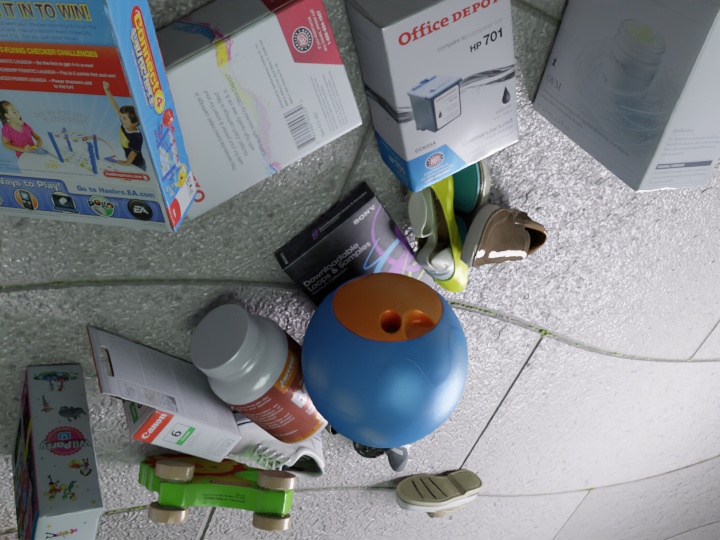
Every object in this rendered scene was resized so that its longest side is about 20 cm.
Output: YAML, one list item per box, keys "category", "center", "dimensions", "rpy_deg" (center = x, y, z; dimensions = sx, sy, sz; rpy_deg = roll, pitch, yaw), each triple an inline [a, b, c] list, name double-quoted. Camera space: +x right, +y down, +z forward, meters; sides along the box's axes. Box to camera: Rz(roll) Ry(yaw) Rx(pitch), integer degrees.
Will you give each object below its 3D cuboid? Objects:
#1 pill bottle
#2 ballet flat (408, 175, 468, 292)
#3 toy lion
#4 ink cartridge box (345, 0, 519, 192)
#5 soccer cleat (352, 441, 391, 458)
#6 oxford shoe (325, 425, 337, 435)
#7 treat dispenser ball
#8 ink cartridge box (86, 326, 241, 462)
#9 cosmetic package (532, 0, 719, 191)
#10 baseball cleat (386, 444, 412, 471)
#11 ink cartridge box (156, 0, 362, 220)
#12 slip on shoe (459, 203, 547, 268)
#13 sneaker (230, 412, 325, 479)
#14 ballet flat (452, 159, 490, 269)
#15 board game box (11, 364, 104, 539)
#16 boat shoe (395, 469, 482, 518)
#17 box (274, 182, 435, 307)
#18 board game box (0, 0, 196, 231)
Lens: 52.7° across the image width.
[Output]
- category: "pill bottle"
  center: [-0.119, 0.128, 0.902]
  dimensions: [0.111, 0.113, 0.200]
  rpy_deg: [-37, 137, 2]
- category: "ballet flat"
  center: [0.089, -0.045, 0.897]
  dimensions: [0.067, 0.066, 0.203]
  rpy_deg: [-46, 135, -43]
- category: "toy lion"
  center: [-0.185, 0.269, 0.929]
  dimensions: [0.195, 0.192, 0.070]
  rpy_deg: [8, 85, -7]
- category: "ink cartridge box"
  center: [0.082, -0.207, 0.764]
  dimensions: [0.144, 0.086, 0.202]
  rpy_deg: [-27, 137, -9]
- category: "soccer cleat"
  center: [0.052, 0.175, 1.038]
  dimensions: [0.067, 0.073, 0.202]
  rpy_deg: [27, 101, -11]
- category: "oxford shoe"
  center: [0.010, 0.147, 1.024]
  dimensions: [0.070, 0.075, 0.201]
  rpy_deg: [25, 110, -39]
- category: "treat dispenser ball"
  center: [0.028, 0.104, 0.858]
  dimensions: [0.197, 0.202, 0.204]
  rpy_deg: [-16, 133, -18]
- category: "ink cartridge box"
  center: [-0.237, 0.147, 0.848]
  dimensions: [0.050, 0.109, 0.199]
  rpy_deg: [-46, 135, 13]
- category: "cosmetic package"
  center: [0.319, -0.228, 0.807]
  dimensions: [0.121, 0.200, 0.203]
  rpy_deg: [-6, 129, -27]
- category: "baseball cleat"
  center: [0.029, 0.240, 1.130]
  dimensions: [0.104, 0.070, 0.204]
  rpy_deg: [-12, 122, -15]
- category: "ink cartridge box"
  center: [-0.116, -0.165, 0.678]
  dimensions: [0.197, 0.083, 0.147]
  rpy_deg: [-29, 136, -6]
- category: "slip on shoe"
  center: [0.185, -0.039, 0.923]
  dimensions: [0.199, 0.060, 0.077]
  rpy_deg: [-11, 122, -62]
- category: "sneaker"
  center: [-0.123, 0.253, 1.034]
  dimensions: [0.198, 0.071, 0.074]
  rpy_deg: [19, 115, -40]
- category: "ballet flat"
  center: [0.134, -0.088, 0.925]
  dimensions: [0.062, 0.067, 0.203]
  rpy_deg: [-41, 148, -35]
- category: "board game box"
  center: [-0.333, 0.227, 0.790]
  dimensions: [0.063, 0.201, 0.150]
  rpy_deg: [2, 125, -32]
- category: "boat shoe"
  center: [0.140, 0.419, 1.334]
  dimensions: [0.197, 0.075, 0.069]
  rpy_deg: [6, 118, -36]
- category: "box"
  center: [0.000, 0.000, 0.923]
  dimensions: [0.142, 0.036, 0.200]
  rpy_deg: [-38, 135, 2]
- category: "board game box"
  center: [-0.246, -0.132, 0.570]
  dimensions: [0.195, 0.056, 0.198]
  rpy_deg: [6, 133, 11]
